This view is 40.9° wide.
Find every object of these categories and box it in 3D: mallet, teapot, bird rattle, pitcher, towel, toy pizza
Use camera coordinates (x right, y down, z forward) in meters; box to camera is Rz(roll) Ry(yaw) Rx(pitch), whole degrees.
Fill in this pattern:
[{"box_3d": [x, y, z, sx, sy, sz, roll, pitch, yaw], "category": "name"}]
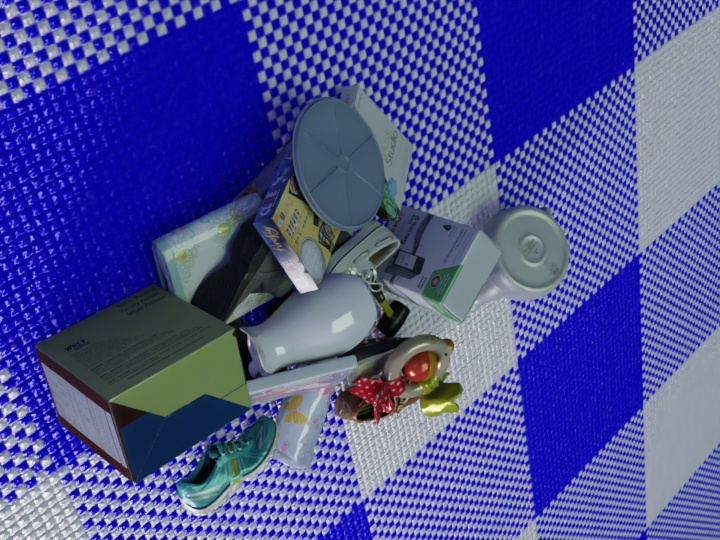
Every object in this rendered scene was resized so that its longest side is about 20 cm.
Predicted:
[{"box_3d": [0.045, 0.047, 1.704, 0.066, 0.041, 0.200, -51, 150, -20], "category": "mallet"}, {"box_3d": [0.306, -0.029, 1.906, 0.198, 0.146, 0.199, -4, 80, -21], "category": "teapot"}, {"box_3d": [0.085, 0.180, 1.699, 0.199, 0.113, 0.164, 8, 116, -26], "category": "bird rattle"}, {"box_3d": [-0.083, 0.094, 1.478, 0.199, 0.122, 0.172, -28, 166, -19], "category": "pitcher"}, {"box_3d": [-0.209, -0.001, 1.416, 0.171, 0.048, 0.201, -31, 139, -25], "category": "towel"}, {"box_3d": [-0.036, -0.156, 1.425, 0.199, 0.032, 0.202, 14, 71, -47], "category": "toy pizza"}]

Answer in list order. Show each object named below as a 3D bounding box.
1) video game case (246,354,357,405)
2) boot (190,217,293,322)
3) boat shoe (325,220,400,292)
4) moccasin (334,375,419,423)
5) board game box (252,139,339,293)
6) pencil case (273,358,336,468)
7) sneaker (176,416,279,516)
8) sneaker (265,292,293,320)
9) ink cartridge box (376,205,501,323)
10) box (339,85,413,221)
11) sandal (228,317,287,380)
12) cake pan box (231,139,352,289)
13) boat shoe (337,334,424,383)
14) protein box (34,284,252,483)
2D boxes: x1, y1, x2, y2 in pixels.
[{"box_3d": [-0.113, 0.177, 1.488, 0.198, 0.182, 0.023, -13, 78, -13], "category": "video game case"}, {"box_3d": [-0.155, 0.025, 1.404, 0.200, 0.070, 0.131, -52, 148, 9], "category": "boot"}, {"box_3d": [0.000, 0.003, 1.580, 0.202, 0.086, 0.075, -43, 159, -38], "category": "boat shoe"}, {"box_3d": [0.046, 0.241, 1.788, 0.200, 0.077, 0.074, 0, 109, -47], "category": "moccasin"}, {"box_3d": [-0.081, -0.085, 1.400, 0.136, 0.034, 0.201, 58, 32, -31], "category": "board game box"}, {"box_3d": [-0.093, 0.235, 1.639, 0.091, 0.083, 0.201, 9, 101, -66], "category": "pencil case"}, {"box_3d": [-0.210, 0.306, 1.555, 0.200, 0.077, 0.080, -43, 124, -25], "category": "sneaker"}, {"box_3d": [-0.072, 0.071, 1.603, 0.199, 0.072, 0.073, -13, 124, -39], "category": "sneaker"}, {"box_3d": [0.120, -0.015, 1.670, 0.084, 0.199, 0.147, 37, 79, -44], "category": "ink cartridge box"}, {"box_3d": [0.017, -0.187, 1.568, 0.200, 0.036, 0.145, 37, 59, -51], "category": "box"}, {"box_3d": [-0.169, 0.147, 1.546, 0.076, 0.048, 0.201, -53, 137, -16], "category": "sandal"}, {"box_3d": [-0.090, -0.095, 1.527, 0.184, 0.052, 0.201, -46, 133, -20], "category": "cake pan box"}, {"box_3d": [0.053, 0.144, 1.733, 0.200, 0.063, 0.074, -12, 140, -25], "category": "boat shoe"}, {"box_3d": [-0.291, 0.145, 1.302, 0.198, 0.199, 0.136, -30, 126, -34], "category": "protein box"}]
